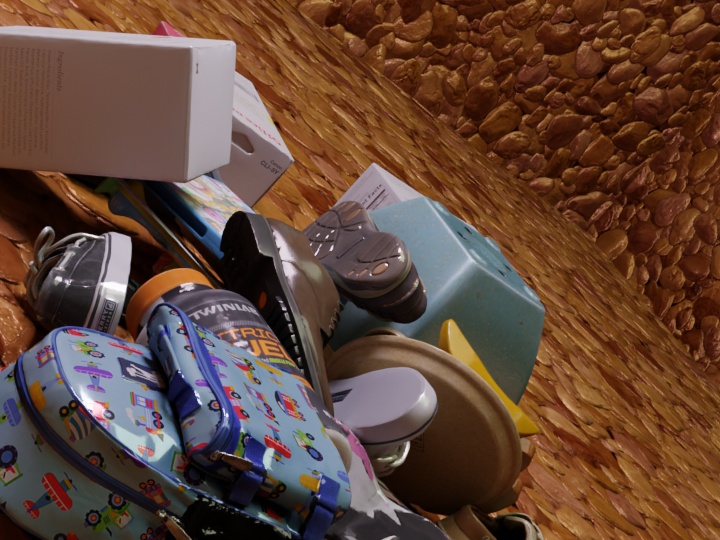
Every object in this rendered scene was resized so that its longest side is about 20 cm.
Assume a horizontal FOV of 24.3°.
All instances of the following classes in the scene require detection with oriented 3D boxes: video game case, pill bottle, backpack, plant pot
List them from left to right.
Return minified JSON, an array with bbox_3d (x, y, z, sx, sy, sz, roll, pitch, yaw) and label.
[{"bbox_3d":[-0.128,0.103,0.981,0.200,0.135,0.183,33,15,-28],"label":"backpack"},{"bbox_3d":[-0.097,0.086,1.193,0.106,0.106,0.200,27,19,-50],"label":"pill bottle"},{"bbox_3d":[-0.113,-0.038,1.449,0.200,0.018,0.143,42,12,37],"label":"video game case"},{"bbox_3d":[0.051,0.052,1.555,0.195,0.200,0.197,31,16,-40],"label":"plant pot"}]

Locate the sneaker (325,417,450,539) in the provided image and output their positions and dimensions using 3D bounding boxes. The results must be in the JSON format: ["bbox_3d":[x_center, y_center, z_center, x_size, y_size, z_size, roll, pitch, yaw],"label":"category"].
[{"bbox_3d":[-0.002,0.191,1.262,0.200,0.080,0.086,47,-10,25],"label":"sneaker"}]

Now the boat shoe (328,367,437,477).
[{"bbox_3d":[0.009,0.127,1.320,0.070,0.071,0.200,52,-30,-15],"label":"boat shoe"}]

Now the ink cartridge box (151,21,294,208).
[{"bbox_3d":[-0.174,-0.175,1.888,0.145,0.083,0.200,34,15,-33],"label":"ink cartridge box"}]

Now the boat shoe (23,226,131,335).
[{"bbox_3d":[-0.207,0.008,1.201,0.068,0.074,0.199,19,11,-12],"label":"boat shoe"}]

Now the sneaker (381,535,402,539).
[{"bbox_3d":[0.064,0.263,1.143,0.200,0.088,0.076,41,10,-15],"label":"sneaker"}]

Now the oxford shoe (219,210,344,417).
[{"bbox_3d":[-0.043,0.042,1.281,0.084,0.073,0.201,8,53,-33],"label":"oxford shoe"}]

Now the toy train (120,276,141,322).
[{"bbox_3d":[-0.134,0.065,1.329,0.200,0.034,0.046,41,0,-2],"label":"toy train"}]

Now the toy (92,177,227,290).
[{"bbox_3d":[-0.156,-0.001,1.418,0.200,0.047,0.115,52,-3,-11],"label":"toy"}]

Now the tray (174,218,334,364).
[{"bbox_3d":[-0.091,0.021,1.491,0.200,0.037,0.099,44,-7,48],"label":"tray"}]

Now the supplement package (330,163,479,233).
[{"bbox_3d":[0.044,0.008,1.781,0.200,0.156,0.111,29,19,-48],"label":"supplement package"}]

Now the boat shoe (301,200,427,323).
[{"bbox_3d":[0.000,0.000,1.431,0.074,0.074,0.200,57,-4,-24],"label":"boat shoe"}]

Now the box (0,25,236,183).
[{"bbox_3d":[-0.215,-0.138,1.355,0.199,0.107,0.152,6,9,8],"label":"box"}]

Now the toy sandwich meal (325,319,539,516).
[{"bbox_3d":[0.061,0.123,1.404,0.205,0.205,0.070,42,46,-4],"label":"toy sandwich meal"}]

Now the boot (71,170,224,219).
[{"bbox_3d":[-0.225,-0.120,1.609,0.200,0.066,0.165,24,20,-44],"label":"boot"}]

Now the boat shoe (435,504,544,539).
[{"bbox_3d":[0.126,0.247,1.422,0.200,0.074,0.076,27,20,-51],"label":"boat shoe"}]
